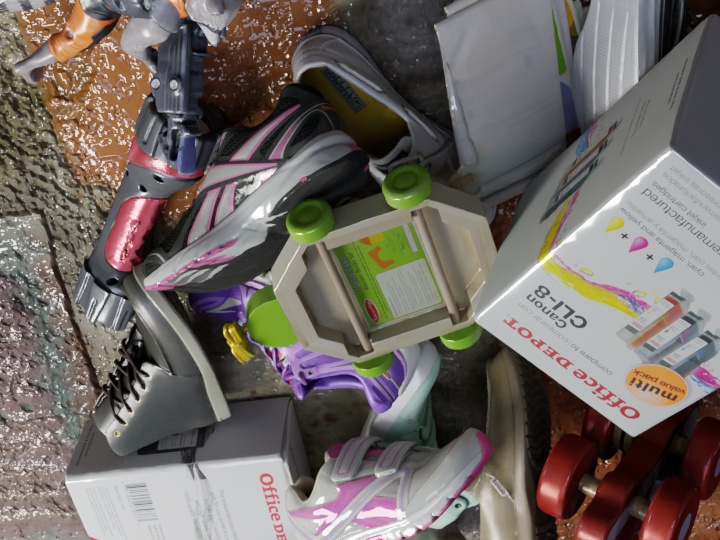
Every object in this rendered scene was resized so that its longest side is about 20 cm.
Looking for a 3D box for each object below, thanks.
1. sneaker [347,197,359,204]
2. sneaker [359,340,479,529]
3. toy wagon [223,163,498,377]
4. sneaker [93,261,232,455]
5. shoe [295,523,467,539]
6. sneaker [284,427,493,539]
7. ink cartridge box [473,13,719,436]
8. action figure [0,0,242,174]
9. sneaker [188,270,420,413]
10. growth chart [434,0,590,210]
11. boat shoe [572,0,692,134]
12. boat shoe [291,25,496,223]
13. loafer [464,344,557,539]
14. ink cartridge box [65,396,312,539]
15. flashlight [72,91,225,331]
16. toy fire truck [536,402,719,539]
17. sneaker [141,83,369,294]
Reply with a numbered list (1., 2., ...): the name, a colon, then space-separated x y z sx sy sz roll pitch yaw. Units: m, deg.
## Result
1. sneaker: 0.000 0.000 0.877 0.198 0.076 0.088 25 151 -4
2. sneaker: 0.063 0.143 0.964 0.117 0.074 0.202 20 132 0
3. toy wagon: -0.002 0.010 0.783 0.198 0.040 0.156 -18 132 6
4. sneaker: -0.175 0.083 0.900 0.105 0.075 0.201 -26 142 -9
5. shoe: 0.013 0.256 0.995 0.198 0.053 0.071 -6 112 -33
6. sneaker: 0.013 0.171 0.896 0.199 0.081 0.089 -33 84 20
7. ink cartridge box: 0.195 -0.021 0.710 0.145 0.145 0.200 35 139 -7
8. action figure: -0.162 -0.163 0.750 0.191 0.104 0.203 -1 95 25
9. sneaker: -0.054 0.052 0.881 0.198 0.084 0.081 21 169 16
10. growth chart: 0.111 -0.139 0.784 0.143 0.018 0.202 -21 123 -20
11. boat shoe: 0.194 -0.170 0.756 0.070 0.072 0.202 -16 127 -25
12. boat shoe: 0.026 -0.086 0.816 0.074 0.086 0.202 -34 113 23
13. loafer: 0.119 0.161 0.926 0.067 0.203 0.076 -8 167 25
14. ink cartridge box: -0.143 0.203 1.014 0.197 0.084 0.147 -7 122 8
15. flashlight: -0.167 -0.040 0.873 0.067 0.068 0.201 25 120 -5
16. toy fire truck: 0.223 0.199 0.925 0.111 0.200 0.170 20 128 28
17. sneaker: -0.081 -0.056 0.798 0.199 0.087 0.080 -33 157 25
